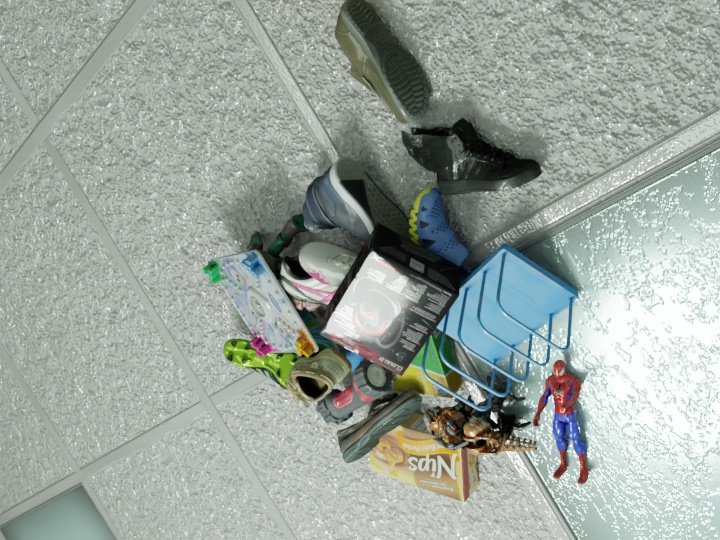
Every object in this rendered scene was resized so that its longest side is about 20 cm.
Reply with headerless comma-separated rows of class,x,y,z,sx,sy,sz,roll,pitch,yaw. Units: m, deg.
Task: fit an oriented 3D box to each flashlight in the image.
flashlight,-0.016,0.206,1.583,0.200,0.067,0.069,-37,46,53

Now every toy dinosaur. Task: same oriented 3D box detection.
toy dinosaur,0.191,0.247,1.434,0.199,0.135,0.104,33,139,33

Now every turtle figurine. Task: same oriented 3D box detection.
turtle figurine,-0.152,-0.006,1.616,0.199,0.100,0.151,-34,90,38

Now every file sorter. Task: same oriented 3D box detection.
file sorter,0.197,0.091,1.338,0.137,0.124,0.200,30,134,-14

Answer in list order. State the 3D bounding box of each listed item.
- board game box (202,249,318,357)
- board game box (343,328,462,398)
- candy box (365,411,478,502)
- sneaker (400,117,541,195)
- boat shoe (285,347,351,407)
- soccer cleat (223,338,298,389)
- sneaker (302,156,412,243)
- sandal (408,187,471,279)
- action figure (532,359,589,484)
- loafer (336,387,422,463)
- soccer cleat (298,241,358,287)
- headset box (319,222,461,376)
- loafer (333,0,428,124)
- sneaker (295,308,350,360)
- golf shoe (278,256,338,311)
board game box,-0.177,0.064,1.590,0.199,0.026,0.202,-8,117,57
board game box,0.059,0.131,1.536,0.197,0.040,0.155,2,124,38
candy box,0.105,0.312,1.601,0.197,0.055,0.118,10,117,34
sneaker,0.155,-0.166,1.310,0.197,0.060,0.106,-4,110,40
boat shoe,-0.085,0.189,1.585,0.073,0.063,0.200,40,147,-5
soccer cleat,-0.163,0.174,1.740,0.197,0.081,0.069,21,92,6
sneaker,-0.007,-0.073,1.482,0.204,0.077,0.145,53,143,-8
sandal,0.127,-0.031,1.398,0.086,0.080,0.203,5,123,30
action figure,0.298,0.237,1.385,0.064,0.099,0.204,4,112,34
loafer,0.023,0.251,1.566,0.200,0.071,0.063,-47,62,31
soccer cleat,0.000,0.000,1.444,0.197,0.071,0.086,25,158,-3
headset box,0.039,0.053,1.377,0.147,0.076,0.201,26,124,-8
loafer,0.028,-0.296,1.344,0.202,0.075,0.069,59,145,3
sneaker,-0.096,0.114,1.642,0.198,0.079,0.079,26,127,26
golf shoe,-0.038,0.020,1.508,0.195,0.073,0.093,1,131,8
